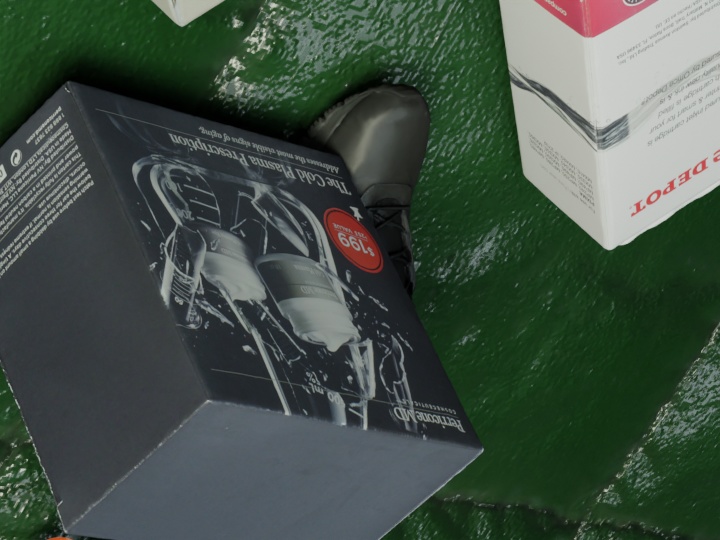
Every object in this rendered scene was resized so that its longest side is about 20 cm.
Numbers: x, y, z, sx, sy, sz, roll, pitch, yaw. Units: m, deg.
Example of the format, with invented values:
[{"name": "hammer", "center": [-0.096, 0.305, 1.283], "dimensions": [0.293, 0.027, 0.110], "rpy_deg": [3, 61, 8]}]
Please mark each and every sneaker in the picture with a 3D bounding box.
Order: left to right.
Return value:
[{"name": "sneaker", "center": [0.000, 0.000, 1.528], "dimensions": [0.076, 0.091, 0.201], "rpy_deg": [-4, 125, -39]}]

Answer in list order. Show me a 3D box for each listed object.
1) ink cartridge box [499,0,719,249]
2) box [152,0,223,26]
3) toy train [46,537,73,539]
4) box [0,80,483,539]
[{"name": "ink cartridge box", "center": [0.153, -0.133, 1.562], "dimensions": [0.144, 0.084, 0.201], "rpy_deg": [-32, 139, -19]}, {"name": "box", "center": [-0.031, -0.204, 1.313], "dimensions": [0.199, 0.095, 0.078], "rpy_deg": [-33, 141, -16]}, {"name": "toy train", "center": [-0.150, 0.171, 1.571], "dimensions": [0.200, 0.056, 0.150], "rpy_deg": [-33, 167, -33]}, {"name": "box", "center": [-0.068, 0.029, 1.392], "dimensions": [0.104, 0.183, 0.199], "rpy_deg": [-41, 149, 27]}]
